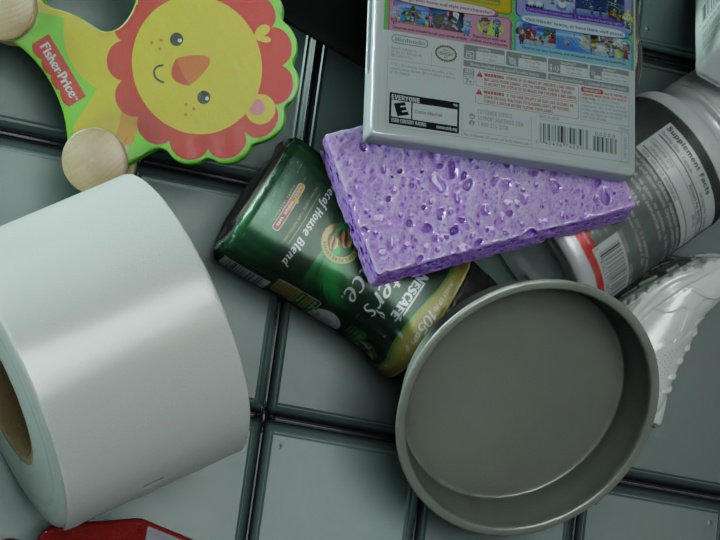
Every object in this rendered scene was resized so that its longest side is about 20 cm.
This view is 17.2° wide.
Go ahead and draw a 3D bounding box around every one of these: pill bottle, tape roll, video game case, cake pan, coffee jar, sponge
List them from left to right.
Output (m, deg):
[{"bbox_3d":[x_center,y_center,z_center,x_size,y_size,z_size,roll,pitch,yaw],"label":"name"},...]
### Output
[{"bbox_3d":[-0.180,0.053,1.595,0.139,0.203,0.204,-23,88,-20],"label":"tape roll"},{"bbox_3d":[0.000,0.000,1.721,0.199,0.085,0.105,34,73,-10],"label":"coffee jar"},{"bbox_3d":[0.082,-0.065,1.686,0.199,0.030,0.112,-15,71,-15],"label":"sponge"},{"bbox_3d":[0.100,-0.163,1.676,0.199,0.022,0.183,7,72,-17],"label":"video game case"},{"bbox_3d":[0.115,0.092,1.697,0.199,0.037,0.202,-7,116,-15],"label":"cake pan"},{"bbox_3d":[0.204,-0.062,1.781,0.200,0.114,0.114,-35,92,-20],"label":"pill bottle"}]

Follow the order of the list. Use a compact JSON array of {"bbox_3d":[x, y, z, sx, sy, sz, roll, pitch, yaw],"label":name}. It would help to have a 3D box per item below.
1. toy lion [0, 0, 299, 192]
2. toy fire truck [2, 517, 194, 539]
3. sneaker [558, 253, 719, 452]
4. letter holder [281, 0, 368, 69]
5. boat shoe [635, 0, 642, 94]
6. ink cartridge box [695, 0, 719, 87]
[{"bbox_3d":[-0.147,-0.156,1.681,0.191,0.069,0.201,-32,90,1],"label":"toy lion"},{"bbox_3d":[-0.192,0.258,1.613,0.167,0.112,0.201,21,73,6],"label":"toy fire truck"},{"bbox_3d":[0.211,0.064,1.790,0.199,0.078,0.100,-34,98,-11],"label":"sneaker"},{"bbox_3d":[0.023,-0.209,1.768,0.199,0.142,0.101,30,105,-10],"label":"letter holder"},{"bbox_3d":[0.175,-0.197,1.800,0.071,0.065,0.201,-11,47,4],"label":"boat shoe"},{"bbox_3d":[0.322,-0.235,1.787,0.083,0.147,0.201,26,39,-14],"label":"ink cartridge box"}]
